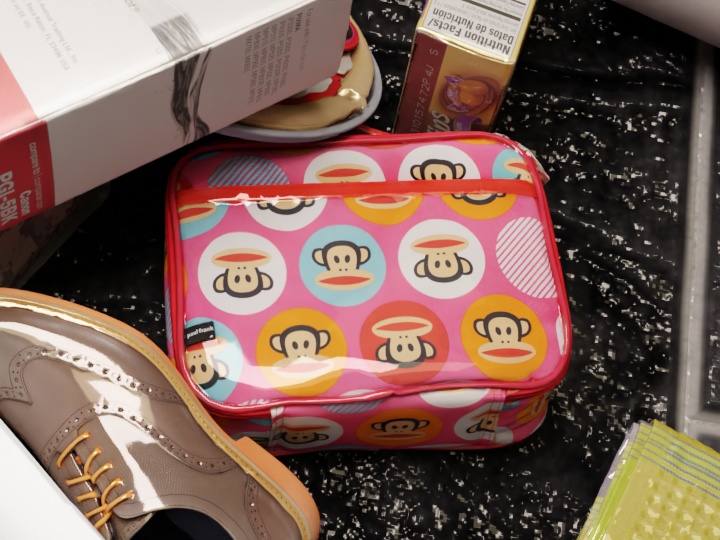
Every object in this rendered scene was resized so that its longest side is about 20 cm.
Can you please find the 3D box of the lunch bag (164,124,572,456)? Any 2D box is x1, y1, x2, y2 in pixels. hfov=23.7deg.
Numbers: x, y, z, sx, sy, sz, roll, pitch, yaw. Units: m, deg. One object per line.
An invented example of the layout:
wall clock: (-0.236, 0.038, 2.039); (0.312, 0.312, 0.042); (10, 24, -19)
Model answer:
lunch bag: (0.000, 0.000, 0.861); (0.198, 0.082, 0.178); (-3, 61, -8)

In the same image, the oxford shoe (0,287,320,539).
oxford shoe: (-0.106, 0.082, 0.763); (0.199, 0.071, 0.073); (35, 28, -5)

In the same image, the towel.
towel: (0.187, 0.172, 0.811); (0.199, 0.023, 0.144); (28, 64, 3)

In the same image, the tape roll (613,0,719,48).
tape roll: (0.231, -0.214, 0.919); (0.138, 0.203, 0.204); (25, 65, 3)

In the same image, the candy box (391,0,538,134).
candy box: (0.075, -0.168, 0.924); (0.056, 0.117, 0.201); (20, 65, 2)

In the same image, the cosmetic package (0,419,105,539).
cosmetic package: (-0.113, 0.146, 0.708); (0.052, 0.200, 0.151); (-38, 75, -14)

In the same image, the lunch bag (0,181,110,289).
lunch bag: (-0.237, -0.038, 0.821); (0.163, 0.118, 0.200); (34, 60, 7)

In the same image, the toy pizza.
toy pizza: (-0.078, -0.134, 0.879); (0.199, 0.032, 0.201); (19, 32, -12)

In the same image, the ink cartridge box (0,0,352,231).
ink cartridge box: (-0.122, -0.123, 0.767); (0.199, 0.083, 0.147); (-26, 69, -18)
